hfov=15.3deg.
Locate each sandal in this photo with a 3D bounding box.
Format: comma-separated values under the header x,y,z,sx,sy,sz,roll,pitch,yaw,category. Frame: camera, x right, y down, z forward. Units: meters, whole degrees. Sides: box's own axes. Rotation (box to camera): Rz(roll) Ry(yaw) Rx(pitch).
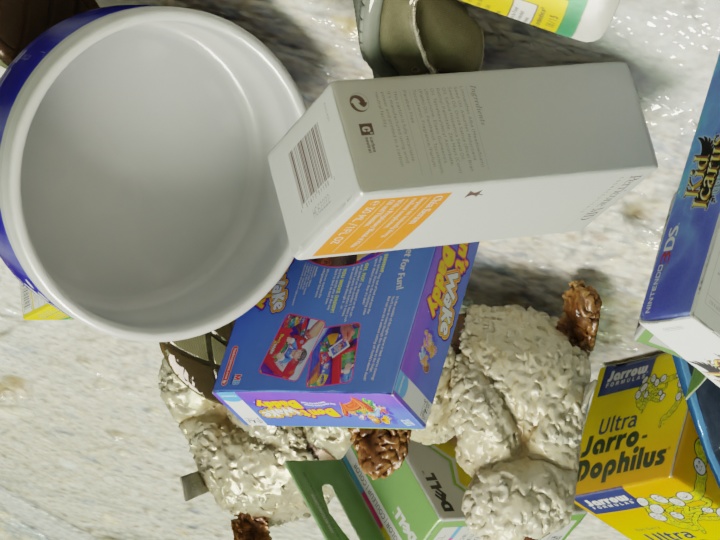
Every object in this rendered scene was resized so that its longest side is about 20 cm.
x,y,z,sx,sy,sz,roll,pitch,yaw,category
-0.057,0.055,1.908,0.199,0.082,0.055,6,-169,-28,sandal

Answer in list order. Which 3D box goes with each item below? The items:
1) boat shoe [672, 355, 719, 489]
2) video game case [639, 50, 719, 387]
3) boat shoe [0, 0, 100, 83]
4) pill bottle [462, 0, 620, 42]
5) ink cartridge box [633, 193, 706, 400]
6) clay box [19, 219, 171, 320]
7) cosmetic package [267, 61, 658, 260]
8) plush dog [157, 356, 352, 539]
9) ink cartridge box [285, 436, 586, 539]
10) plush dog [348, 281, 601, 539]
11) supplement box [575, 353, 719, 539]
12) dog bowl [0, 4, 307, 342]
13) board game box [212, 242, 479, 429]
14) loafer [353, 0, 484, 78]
x,y,z,sx,sy,sz,roll,pitch,yaw,category
0.260,0.107,1.776,0.068,0.201,0.084,-21,178,4,boat shoe
0.249,-0.013,1.492,0.181,0.201,0.045,36,151,-31,video game case
-0.244,-0.179,1.644,0.202,0.075,0.075,35,167,-24,boat shoe
0.046,-0.199,1.365,0.199,0.113,0.113,19,153,-1,pill bottle
0.216,-0.010,1.627,0.059,0.104,0.200,20,154,-3,ink cartridge box
-0.166,-0.044,1.781,0.047,0.116,0.200,1,166,-36,clay box
0.059,-0.064,1.553,0.199,0.072,0.101,-7,161,-27,cosmetic package
-0.033,0.119,2.005,0.171,0.161,0.200,-32,135,22,plush dog
0.056,0.154,1.921,0.199,0.104,0.059,1,136,-39,ink cartridge box
0.067,0.072,1.824,0.171,0.200,0.161,8,120,-1,plush dog
0.261,0.151,1.897,0.200,0.110,0.109,34,149,-28,supplement box
-0.131,-0.061,1.627,0.200,0.201,0.079,32,174,-26,dog bowl
0.000,0.000,1.671,0.134,0.201,0.045,0,149,32,board game box
0.034,-0.144,1.539,0.069,0.076,0.200,-10,159,4,loafer
